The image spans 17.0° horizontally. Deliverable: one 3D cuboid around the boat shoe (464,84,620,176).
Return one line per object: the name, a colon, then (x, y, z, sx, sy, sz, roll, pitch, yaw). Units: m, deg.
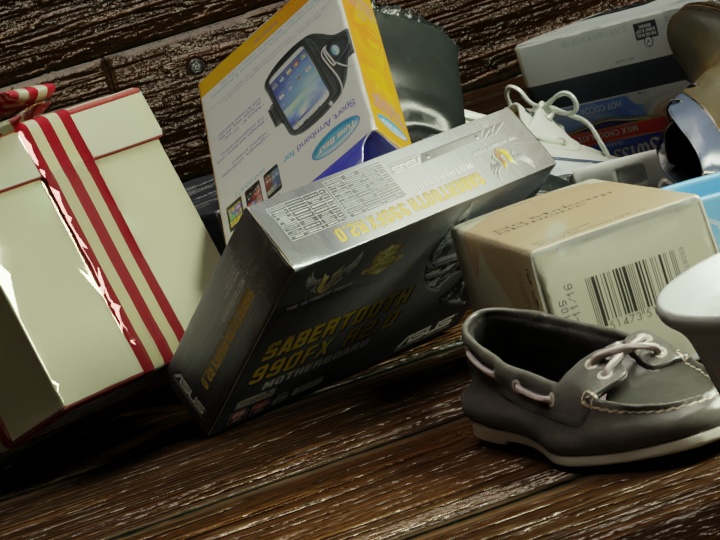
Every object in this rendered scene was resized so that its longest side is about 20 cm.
boat shoe: (0.119, -0.093, 1.719, 0.202, 0.086, 0.075, 5, -17, -28)

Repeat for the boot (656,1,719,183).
boot: (0.227, -0.115, 1.590, 0.097, 0.075, 0.200, -10, 38, -20)

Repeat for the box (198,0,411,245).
box: (-0.033, -0.082, 1.426, 0.119, 0.041, 0.200, -39, 37, 21)

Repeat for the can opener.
can opener: (0.131, -0.038, 1.646, 0.200, 0.053, 0.066, -12, 10, 37)

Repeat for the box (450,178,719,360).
box: (0.116, 0.006, 1.241, 0.095, 0.078, 0.200, -19, 7, -8)

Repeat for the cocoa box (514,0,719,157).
cocoa box: (0.247, -0.144, 1.869, 0.200, 0.131, 0.133, -10, 10, 43)

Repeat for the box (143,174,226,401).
box: (-0.087, 0.002, 1.583, 0.200, 0.117, 0.197, -9, 11, 40)

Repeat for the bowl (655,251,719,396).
bowl: (0.210, 0.025, 0.831, 0.201, 0.090, 0.201, -16, 6, 2)

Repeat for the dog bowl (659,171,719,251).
dog bowl: (0.236, -0.034, 1.390, 0.200, 0.050, 0.111, -15, 7, 16)

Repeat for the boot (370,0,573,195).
boot: (0.057, -0.085, 1.540, 0.198, 0.163, 0.073, 7, -39, -24)

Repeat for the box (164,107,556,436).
box: (0.000, 0.000, 1.361, 0.200, 0.048, 0.158, -23, -25, -37)

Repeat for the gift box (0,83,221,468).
gift box: (-0.203, 0.004, 1.407, 0.185, 0.187, 0.200, -33, -8, 40)

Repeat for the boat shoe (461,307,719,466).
boat shoe: (0.095, 0.047, 1.058, 0.067, 0.057, 0.200, -20, 8, -23)
